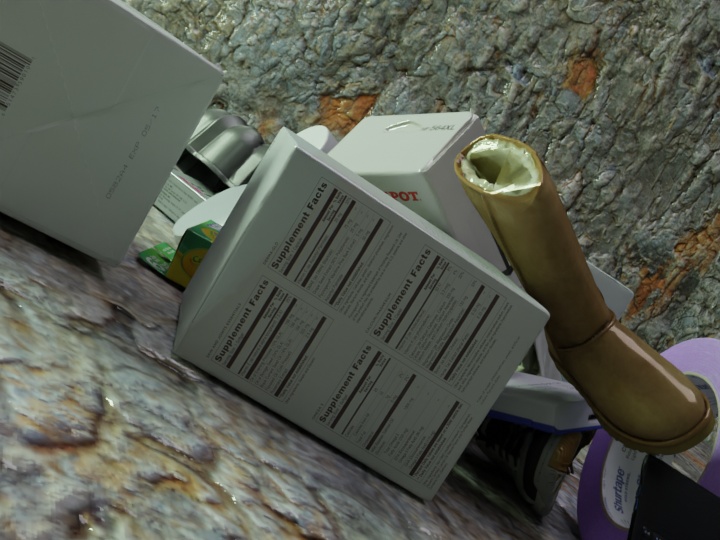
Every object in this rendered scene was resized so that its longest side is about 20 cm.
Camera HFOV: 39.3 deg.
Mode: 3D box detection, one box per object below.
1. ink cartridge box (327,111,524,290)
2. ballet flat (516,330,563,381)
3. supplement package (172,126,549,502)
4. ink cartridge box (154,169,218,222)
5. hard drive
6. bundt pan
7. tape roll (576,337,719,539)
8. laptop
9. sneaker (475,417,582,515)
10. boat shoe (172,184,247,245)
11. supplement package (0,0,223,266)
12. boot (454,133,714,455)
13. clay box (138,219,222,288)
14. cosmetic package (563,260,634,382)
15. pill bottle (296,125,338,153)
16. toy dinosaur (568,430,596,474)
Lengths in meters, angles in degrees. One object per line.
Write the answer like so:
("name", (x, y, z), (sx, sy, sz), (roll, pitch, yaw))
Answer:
("ink cartridge box", (0.062, -0.025, 0.864), (0.144, 0.084, 0.202), (5, -48, 48))
("ballet flat", (0.153, 0.082, 0.960), (0.068, 0.205, 0.070), (-8, 11, 2))
("supplement package", (-0.006, 0.023, 0.699), (0.198, 0.152, 0.152), (32, 6, -13))
("ink cartridge box", (-0.116, -0.029, 1.082), (0.199, 0.044, 0.173), (37, 8, 32))
("hard drive", (0.110, 0.101, 0.848), (0.197, 0.026, 0.131), (9, 3, 41))
("bundt pan", (-0.132, -0.106, 1.156), (0.201, 0.076, 0.202), (41, -12, 11))
("tape roll", (0.261, 0.158, 0.808), (0.065, 0.202, 0.200), (31, 6, -13))
("laptop", (0.252, 0.233, 0.617), (0.175, 0.202, 0.103), (32, -31, -14))
("sneaker", (0.136, 0.153, 0.865), (0.086, 0.077, 0.200), (27, -5, 10))
("boat shoe", (-0.075, -0.046, 0.938), (0.071, 0.196, 0.071), (-109, 178, -60))
("supplement package", (-0.218, -0.131, 0.724), (0.149, 0.153, 0.200), (29, 7, -29))
("boot", (0.149, 0.017, 0.696), (0.175, 0.066, 0.202), (36, -20, 57))
("clay box", (-0.081, 0.013, 0.841), (0.197, 0.048, 0.115), (29, 6, -3))
("cosmetic package", (0.171, 0.063, 1.100), (0.122, 0.202, 0.200), (31, 6, -9))
("pill bottle", (-0.015, -0.046, 1.055), (0.201, 0.112, 0.112), (54, -5, -28))
("toy dinosaur", (0.231, 0.154, 1.118), (0.076, 0.103, 0.200), (33, 17, -8))
